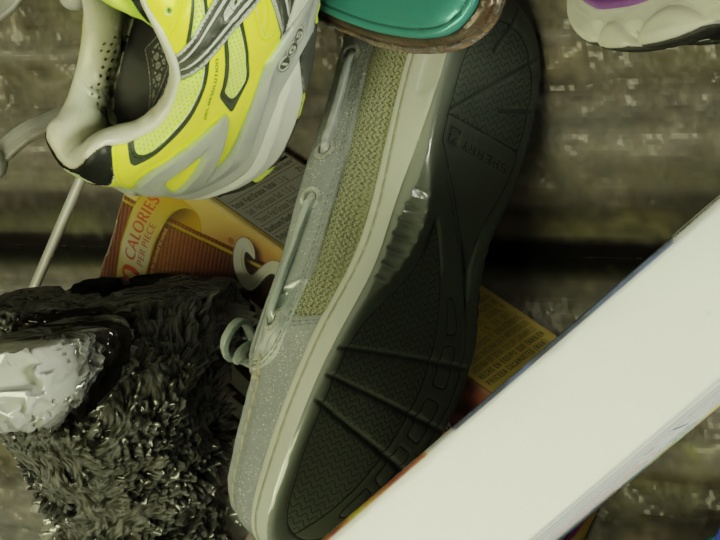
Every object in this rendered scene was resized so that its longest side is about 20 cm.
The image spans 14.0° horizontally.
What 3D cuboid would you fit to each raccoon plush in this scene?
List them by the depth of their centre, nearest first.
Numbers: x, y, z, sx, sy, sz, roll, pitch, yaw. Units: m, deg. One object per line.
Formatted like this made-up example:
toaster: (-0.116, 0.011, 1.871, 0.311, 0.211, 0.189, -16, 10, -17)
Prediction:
raccoon plush: (-0.097, 0.078, 0.998, 0.096, 0.200, 0.135, -1, 98, 22)

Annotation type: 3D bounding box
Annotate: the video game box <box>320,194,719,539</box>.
video game box: (0.065, 0.050, 0.895, 0.200, 0.182, 0.047, -41, 80, 12)

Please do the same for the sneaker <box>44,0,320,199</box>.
sneaker: (-0.043, -0.110, 0.917, 0.075, 0.076, 0.201, 28, 116, 32)

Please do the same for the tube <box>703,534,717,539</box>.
tube: (0.065, 0.148, 1.025, 0.199, 0.051, 0.078, -25, 132, 15)

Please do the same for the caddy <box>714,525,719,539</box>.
caddy: (0.166, 0.123, 0.895, 0.141, 0.200, 0.105, 19, 110, 10)

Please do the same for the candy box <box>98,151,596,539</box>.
candy box: (-0.006, 0.044, 1.070, 0.200, 0.056, 0.117, 35, 127, 20)

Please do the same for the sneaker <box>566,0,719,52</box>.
sneaker: (0.122, -0.113, 0.867, 0.200, 0.080, 0.084, 165, 97, -69)

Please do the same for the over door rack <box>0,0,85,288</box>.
over door rack: (-0.152, -0.054, 1.088, 0.148, 0.066, 0.201, 45, 131, 39)

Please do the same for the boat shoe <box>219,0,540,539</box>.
boat shoe: (-0.001, -0.001, 0.986, 0.065, 0.074, 0.203, 11, 79, 39)

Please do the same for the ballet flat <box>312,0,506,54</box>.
ballet flat: (-0.018, -0.126, 0.990, 0.200, 0.067, 0.068, 31, 103, 30)
